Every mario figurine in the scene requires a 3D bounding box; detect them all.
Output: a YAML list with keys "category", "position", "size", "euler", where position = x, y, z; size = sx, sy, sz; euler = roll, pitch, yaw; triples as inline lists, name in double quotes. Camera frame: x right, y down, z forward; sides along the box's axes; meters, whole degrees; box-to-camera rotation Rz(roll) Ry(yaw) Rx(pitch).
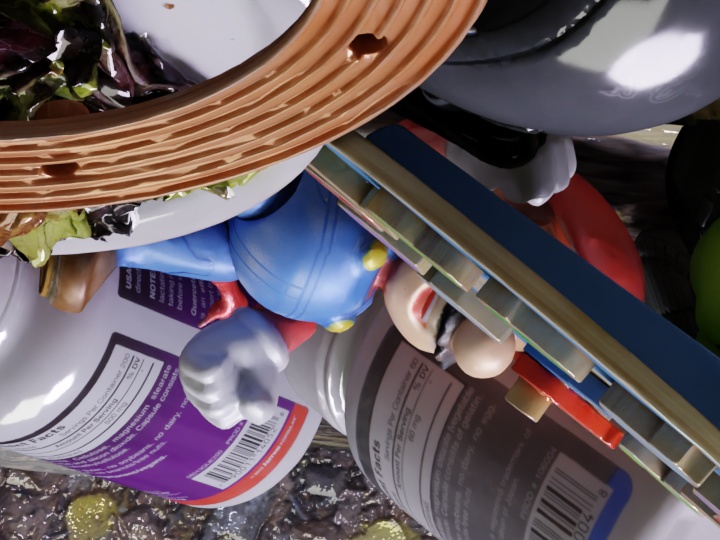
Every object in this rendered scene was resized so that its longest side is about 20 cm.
- category: "mario figurine"
  position: [0.000, 0.000, 0.810]
  size: [0.199, 0.106, 0.123]
  euler: [9, 170, -14]

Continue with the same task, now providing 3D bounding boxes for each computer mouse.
- category: "computer mouse"
  position: [0.054, -0.047, 0.617]
  size: [0.140, 0.046, 0.200]
  euler: [13, 170, -37]

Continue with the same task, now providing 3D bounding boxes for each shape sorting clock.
- category: "shape sorting clock"
  position: [0.055, 0.023, 0.685]
  size: [0.200, 0.039, 0.200]
  euler: [37, 178, 2]

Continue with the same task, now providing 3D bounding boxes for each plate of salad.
- category: "plate of salad"
  position: [-0.104, -0.043, 0.598]
  size: [0.199, 0.048, 0.200]
  euler: [2, 152, 1]

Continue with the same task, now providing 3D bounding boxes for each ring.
- category: "ring"
  position: [-0.071, -0.065, 0.483]
  size: [0.200, 0.019, 0.201]
  euler: [-3, 153, -2]

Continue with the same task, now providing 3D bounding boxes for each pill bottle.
- category: "pill bottle"
  position: [-0.110, 0.025, 1.017]
  size: [0.112, 0.113, 0.200]
  euler: [0, 164, 39]
- category: "pill bottle"
  position: [0.066, 0.057, 0.917]
  size: [0.114, 0.114, 0.200]
  euler: [14, -163, -47]

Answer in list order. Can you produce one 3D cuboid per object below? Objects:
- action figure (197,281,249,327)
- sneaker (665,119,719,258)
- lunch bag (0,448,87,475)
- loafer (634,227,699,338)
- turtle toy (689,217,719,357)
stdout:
- category: "action figure"
  position: [-0.061, -0.013, 0.933]
  size: [0.065, 0.052, 0.200]
  euler: [40, -173, 26]
- category: "sneaker"
  position: [0.140, -0.006, 0.785]
  size: [0.087, 0.076, 0.200]
  euler: [21, 177, 44]
- category: "lunch bag"
  position: [-0.167, 0.035, 1.166]
  size: [0.164, 0.118, 0.200]
  euler: [0, 175, 39]
- category: "loafer"
  position: [0.152, 0.016, 0.998]
  size: [0.069, 0.075, 0.200]
  euler: [-19, 171, 1]
- category: "turtle toy"
  position: [0.178, -0.004, 0.632]
  size: [0.199, 0.101, 0.146]
  euler: [2, 172, 34]
